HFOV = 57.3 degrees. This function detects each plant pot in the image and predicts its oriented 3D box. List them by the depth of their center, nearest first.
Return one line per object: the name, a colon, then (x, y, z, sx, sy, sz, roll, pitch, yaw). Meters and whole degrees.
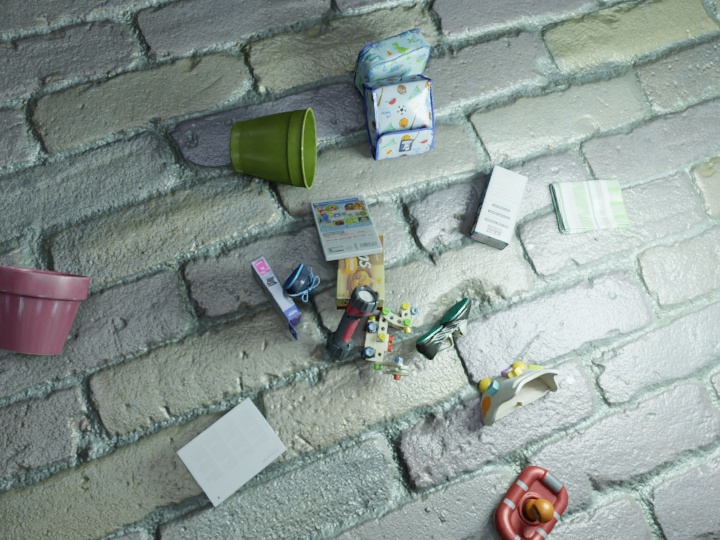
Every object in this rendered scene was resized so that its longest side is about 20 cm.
plant pot: (-0.724, 0.089, 1.475, 0.199, 0.200, 0.180, 9, 89, -5)
plant pot: (-0.220, -0.306, 1.656, 0.192, 0.200, 0.201, 2, 73, 5)

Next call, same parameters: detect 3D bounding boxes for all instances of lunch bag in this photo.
lunch bag: (0.104, -0.395, 1.729, 0.169, 0.124, 0.201, -11, 118, -10)
lunch bag: (0.080, -0.551, 1.770, 0.199, 0.161, 0.083, -26, 73, -16)

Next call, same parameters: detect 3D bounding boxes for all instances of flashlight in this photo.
flashlight: (-0.017, 0.126, 1.547, 0.068, 0.201, 0.068, -8, 45, -35)

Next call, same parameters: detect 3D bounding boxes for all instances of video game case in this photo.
video game case: (-0.038, -0.110, 1.654, 0.142, 0.018, 0.201, -9, 49, -10)

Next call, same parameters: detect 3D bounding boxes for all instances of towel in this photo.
towel: (0.628, -0.179, 1.800, 0.199, 0.031, 0.150, -6, 76, -9)

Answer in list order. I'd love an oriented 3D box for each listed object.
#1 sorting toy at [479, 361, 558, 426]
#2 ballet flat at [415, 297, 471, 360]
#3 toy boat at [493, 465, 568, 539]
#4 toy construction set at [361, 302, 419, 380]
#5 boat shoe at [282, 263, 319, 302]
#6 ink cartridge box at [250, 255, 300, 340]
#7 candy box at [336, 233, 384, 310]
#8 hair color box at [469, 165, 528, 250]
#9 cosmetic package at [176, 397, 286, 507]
sorting toy: (0.382, 0.273, 1.559, 0.199, 0.180, 0.107, -24, 78, -14)
ballet flat: (0.216, 0.150, 1.633, 0.200, 0.068, 0.069, -38, 99, -24)
toy boat: (0.398, 0.549, 1.507, 0.130, 0.131, 0.200, 40, 73, 5)
toy construction set: (0.073, 0.171, 1.602, 0.130, 0.092, 0.201, 9, 62, -5)
boat shoe: (-0.131, 0.024, 1.556, 0.069, 0.200, 0.084, 42, 99, -5)
ink cartridge box: (-0.194, 0.068, 1.575, 0.042, 0.119, 0.200, -30, 80, -13)
candy box: (0.000, 0.000, 1.619, 0.115, 0.055, 0.201, 2, 54, -2)
hair color box: (0.366, -0.166, 1.746, 0.100, 0.061, 0.201, 20, 72, -1)
cosmetic package: (-0.291, 0.411, 1.500, 0.200, 0.052, 0.151, -36, 79, -15)
